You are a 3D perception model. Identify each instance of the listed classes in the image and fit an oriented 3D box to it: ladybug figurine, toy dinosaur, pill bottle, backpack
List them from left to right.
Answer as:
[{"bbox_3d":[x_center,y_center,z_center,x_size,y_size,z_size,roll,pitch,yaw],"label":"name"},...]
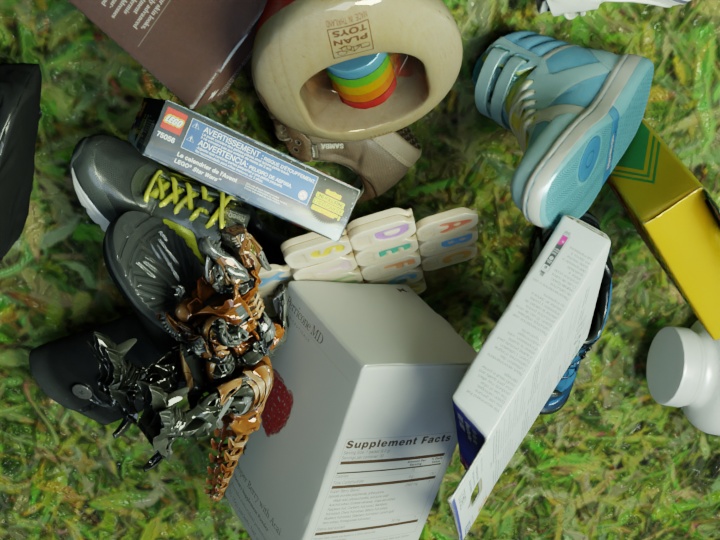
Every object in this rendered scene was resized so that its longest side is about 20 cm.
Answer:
[{"bbox_3d":[-0.348,-0.088,0.728,0.198,0.154,0.164,20,122,-3],"label":"backpack"},{"bbox_3d":[-0.102,0.074,0.711,0.135,0.102,0.203,-17,100,-36],"label":"toy dinosaur"},{"bbox_3d":[-0.005,-0.146,0.650,0.134,0.200,0.073,-13,76,2],"label":"ladybug figurine"},{"bbox_3d":[0.364,0.098,0.921,0.197,0.111,0.112,8,118,-10],"label":"pill bottle"}]

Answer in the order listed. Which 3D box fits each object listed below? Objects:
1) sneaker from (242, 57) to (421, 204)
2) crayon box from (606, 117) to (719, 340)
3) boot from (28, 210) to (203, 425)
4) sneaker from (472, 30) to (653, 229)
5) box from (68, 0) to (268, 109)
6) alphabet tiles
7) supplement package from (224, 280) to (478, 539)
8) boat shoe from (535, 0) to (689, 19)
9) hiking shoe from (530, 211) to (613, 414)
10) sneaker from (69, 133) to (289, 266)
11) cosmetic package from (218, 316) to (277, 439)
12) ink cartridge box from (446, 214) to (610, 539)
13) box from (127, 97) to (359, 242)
[{"bbox_3d":[-0.045,-0.122,0.773,0.199,0.071,0.076,36,111,-22],"label":"sneaker"},{"bbox_3d":[0.240,-0.036,0.779,0.050,0.201,0.127,-32,118,12],"label":"crayon box"},{"bbox_3d":[-0.196,0.046,0.812,0.198,0.066,0.165,-17,123,38],"label":"boot"},{"bbox_3d":[0.122,-0.107,0.740,0.129,0.200,0.080,22,131,22],"label":"sneaker"},{"bbox_3d":[-0.148,-0.213,0.674,0.200,0.075,0.100,42,109,-2],"label":"box"},{"bbox_3d":[0.000,0.000,0.802,0.193,0.015,0.200,-17,162,1],"label":"alphabet tiles"},{"bbox_3d":[-0.009,0.124,0.788,0.119,0.121,0.202,3,116,-35],"label":"supplement package"},{"bbox_3d":[0.147,-0.217,0.744,0.197,0.072,0.066,11,122,-12],"label":"boat shoe"},{"bbox_3d":[0.170,0.051,0.884,0.073,0.087,0.202,0,119,-6],"label":"hiking shoe"},{"bbox_3d":[-0.129,-0.047,0.790,0.084,0.075,0.199,-19,136,42],"label":"sneaker"},{"bbox_3d":[-0.030,0.140,0.918,0.105,0.071,0.200,-42,116,14],"label":"cosmetic package"},{"bbox_3d":[0.105,0.086,0.724,0.043,0.197,0.201,31,75,18],"label":"ink cartridge box"},{"bbox_3d":[-0.090,-0.076,0.719,0.136,0.200,0.040,24,93,-19],"label":"box"}]
